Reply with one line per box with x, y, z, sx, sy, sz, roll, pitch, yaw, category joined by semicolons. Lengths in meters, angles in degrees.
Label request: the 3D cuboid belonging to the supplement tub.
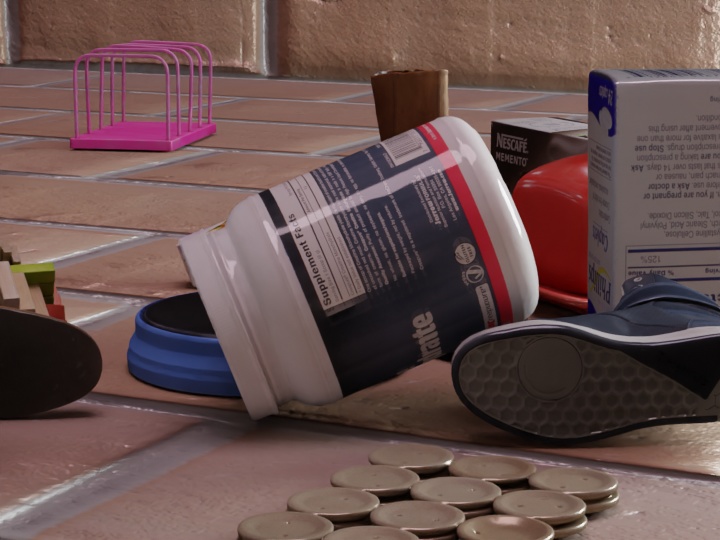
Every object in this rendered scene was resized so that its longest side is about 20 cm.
0.000;0.000;1.302;0.199;0.141;0.140;-23;13;-4;supplement tub

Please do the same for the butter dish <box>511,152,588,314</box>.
0.208;-0.051;1.671;0.198;0.149;0.200;-5;11;-26;butter dish

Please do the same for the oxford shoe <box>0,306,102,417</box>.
-0.261;0.055;1.338;0.198;0.072;0.071;0;5;6;oxford shoe

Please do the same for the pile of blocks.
-0.249;0.013;1.520;0.062;0.083;0.200;-4;11;-19;pile of blocks

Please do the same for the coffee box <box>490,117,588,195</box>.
0.200;-0.076;1.896;0.079;0.114;0.200;-5;12;-26;coffee box

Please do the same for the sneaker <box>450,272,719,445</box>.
0.149;0.052;1.302;0.201;0.078;0.146;1;14;-6;sneaker

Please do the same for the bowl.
-0.066;0.046;1.455;0.199;0.040;0.201;0;11;0;bowl

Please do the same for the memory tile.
0.040;0.128;1.081;0.152;0.017;0.200;5;11;27;memory tile

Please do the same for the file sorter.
-0.283;-0.232;2.696;0.138;0.127;0.200;3;11;12;file sorter

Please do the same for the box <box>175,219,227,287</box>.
-0.058;-0.042;1.745;0.199;0.042;0.039;-21;11;-1;box

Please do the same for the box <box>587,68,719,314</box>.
0.259;-0.043;1.482;0.182;0.202;0.105;-1;9;-6;box

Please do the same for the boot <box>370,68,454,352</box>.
0.066;-0.047;1.507;0.068;0.202;0.188;-4;11;-21;boot
